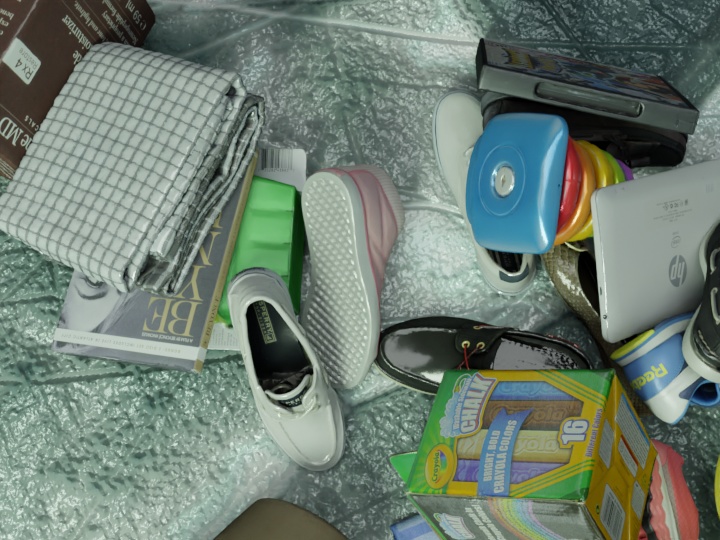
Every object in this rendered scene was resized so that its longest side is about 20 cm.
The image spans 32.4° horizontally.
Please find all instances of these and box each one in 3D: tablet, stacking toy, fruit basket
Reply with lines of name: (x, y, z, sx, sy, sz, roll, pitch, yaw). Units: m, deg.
tablet: (0.269, -0.021, 1.078, 0.199, 0.014, 0.131, -15, 102, -40)
stacking toy: (0.199, -0.068, 1.078, 0.199, 0.110, 0.117, 4, 93, -33)
fruit basket: (-0.148, -0.019, 1.117, 0.199, 0.094, 0.186, -1, 77, 14)

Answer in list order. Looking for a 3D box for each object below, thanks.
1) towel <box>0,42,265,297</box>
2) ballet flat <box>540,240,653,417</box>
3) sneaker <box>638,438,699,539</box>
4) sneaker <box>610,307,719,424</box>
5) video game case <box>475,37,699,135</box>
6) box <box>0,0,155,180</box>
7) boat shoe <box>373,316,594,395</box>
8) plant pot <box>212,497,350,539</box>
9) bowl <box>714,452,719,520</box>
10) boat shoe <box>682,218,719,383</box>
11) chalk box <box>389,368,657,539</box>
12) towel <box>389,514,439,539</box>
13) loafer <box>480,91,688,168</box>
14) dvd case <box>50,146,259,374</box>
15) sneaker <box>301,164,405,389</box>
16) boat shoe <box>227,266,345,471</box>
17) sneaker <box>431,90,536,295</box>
towel: (-0.189, -0.082, 1.042, 0.165, 0.086, 0.201, 19, 77, 28)
ballet flat: (0.219, 0.037, 1.110, 0.067, 0.046, 0.201, -16, 79, -49)
sneaker: (0.265, 0.236, 1.057, 0.086, 0.074, 0.201, 12, 63, -36)
sneaker: (0.306, 0.074, 1.079, 0.199, 0.074, 0.083, -18, 72, -31)
video game case: (0.192, -0.166, 1.095, 0.180, 0.200, 0.026, 13, 107, 1)
box: (-0.315, -0.205, 1.083, 0.164, 0.166, 0.201, 23, 78, 18)
boat shoe: (0.109, 0.079, 1.104, 0.200, 0.063, 0.074, 10, 81, 2)
plant pot: (-0.084, 0.287, 1.006, 0.200, 0.200, 0.175, 30, 60, 5)
bowl: (0.380, 0.155, 1.059, 0.199, 0.201, 0.108, -18, 36, -5)
boat shoe: (0.320, 0.006, 1.042, 0.074, 0.060, 0.200, 31, 48, 5)
chalk box: (0.123, 0.164, 1.022, 0.199, 0.125, 0.124, -2, 50, 33)
towel: (0.142, 0.256, 1.086, 0.199, 0.024, 0.148, -19, 78, -5)
loafer: (0.203, -0.114, 1.129, 0.199, 0.072, 0.063, 11, 62, -11)
dvd case: (-0.177, -0.017, 1.065, 0.148, 0.016, 0.201, 6, 73, 25)
sneaker: (0.000, 0.000, 1.112, 0.075, 0.105, 0.202, 6, 108, 28)
boat shoe: (-0.059, 0.094, 1.049, 0.072, 0.066, 0.201, -16, 113, -2)
sneaker: (0.119, -0.078, 1.131, 0.073, 0.071, 0.201, -19, 79, -5)
